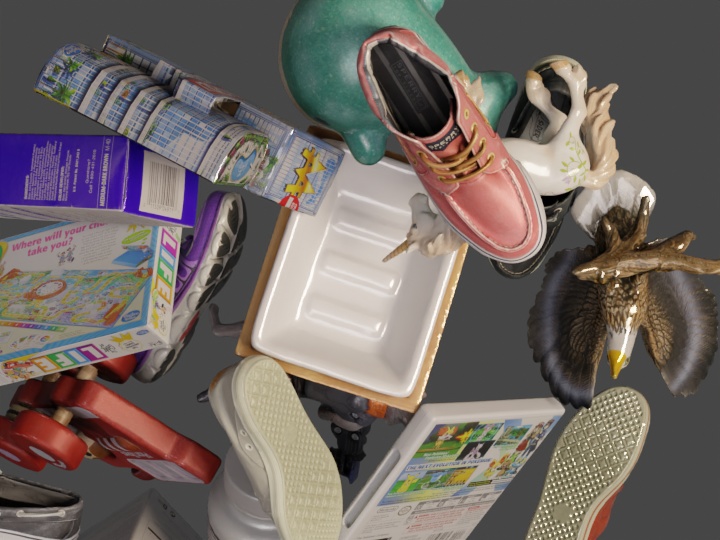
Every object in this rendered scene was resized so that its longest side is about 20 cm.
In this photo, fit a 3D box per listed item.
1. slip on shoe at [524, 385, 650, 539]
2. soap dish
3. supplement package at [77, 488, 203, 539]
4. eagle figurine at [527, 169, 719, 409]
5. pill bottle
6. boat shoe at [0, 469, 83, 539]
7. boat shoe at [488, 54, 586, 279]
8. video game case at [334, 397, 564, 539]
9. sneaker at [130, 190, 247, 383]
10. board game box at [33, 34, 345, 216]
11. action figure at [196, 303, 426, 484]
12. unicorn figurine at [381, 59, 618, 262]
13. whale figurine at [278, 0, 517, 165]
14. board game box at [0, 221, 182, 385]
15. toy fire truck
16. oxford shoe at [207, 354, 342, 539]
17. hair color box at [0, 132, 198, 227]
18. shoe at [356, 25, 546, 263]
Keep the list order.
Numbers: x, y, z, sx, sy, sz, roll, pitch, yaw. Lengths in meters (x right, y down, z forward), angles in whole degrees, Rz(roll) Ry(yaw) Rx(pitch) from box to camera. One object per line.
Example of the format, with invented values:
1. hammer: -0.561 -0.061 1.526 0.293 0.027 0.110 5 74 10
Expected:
1. slip on shoe: 0.210 0.195 1.252 0.074 0.061 0.200 28 105 27
2. soap dish: 0.000 0.000 1.129 0.157 0.081 0.201 18 83 -4
3. supplement package: -0.221 0.326 1.270 0.121 0.200 0.120 -34 107 19
4. eagle figurine: 0.223 0.031 1.148 0.152 0.200 0.151 38 76 23
5. pill bottle: -0.084 0.235 1.235 0.110 0.111 0.200 8 135 2
6. boat shoe: -0.366 0.218 1.306 0.199 0.072 0.068 16 117 -5
7. boat shoe: 0.146 -0.075 1.127 0.074 0.066 0.200 16 115 -3
8. video game case: 0.073 0.186 1.204 0.022 0.200 0.182 49 118 32
9. sneaker: -0.169 0.009 1.193 0.083 0.081 0.200 35 110 3
10. board game box: -0.118 -0.111 1.039 0.200 0.200 0.062 27 96 6
11. action figure: -0.039 0.118 1.216 0.193 0.105 0.201 6 114 13
12. unicorn figurine: 0.103 -0.084 1.040 0.199 0.074 0.138 -6 91 7
13. whale figurine: 0.036 -0.157 1.071 0.200 0.104 0.159 24 85 -16
14. board game box: -0.249 0.019 1.155 0.200 0.135 0.034 -14 143 21
15. toy fire truck: -0.231 0.143 1.215 0.168 0.112 0.200 38 154 -23
16. oxford shoe: -0.068 0.154 1.111 0.058 0.075 0.200 1 122 41
17. hair color box: -0.244 -0.074 1.104 0.199 0.109 0.065 2 86 24
18. shoe: 0.063 -0.085 0.963 0.071 0.091 0.200 -34 95 11
